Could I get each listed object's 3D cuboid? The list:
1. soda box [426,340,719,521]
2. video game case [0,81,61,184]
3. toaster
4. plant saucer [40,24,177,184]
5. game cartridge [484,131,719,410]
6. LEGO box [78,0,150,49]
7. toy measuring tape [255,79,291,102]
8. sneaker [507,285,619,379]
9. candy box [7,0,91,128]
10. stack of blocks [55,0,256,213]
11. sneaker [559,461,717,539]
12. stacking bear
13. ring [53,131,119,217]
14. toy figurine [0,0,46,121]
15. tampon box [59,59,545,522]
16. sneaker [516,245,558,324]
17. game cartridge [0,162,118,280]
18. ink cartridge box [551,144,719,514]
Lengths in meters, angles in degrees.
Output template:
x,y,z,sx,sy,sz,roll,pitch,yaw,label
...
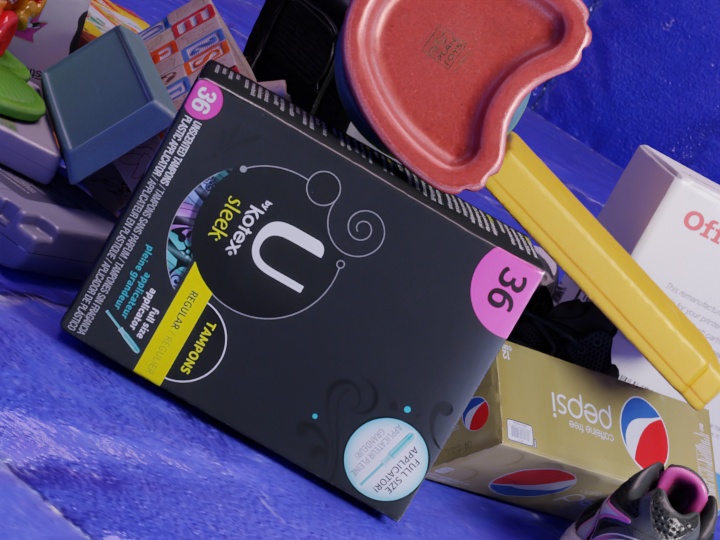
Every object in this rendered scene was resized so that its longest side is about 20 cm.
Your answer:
x,y,z,sx,sy,sz,roll,pitch,yaw,label
0.117,0.097,1.618,0.199,0.068,0.064,20,58,-44,soda box
-0.265,-0.122,1.615,0.199,0.022,0.182,27,9,-17,video game case
-0.013,-0.113,2.026,0.118,0.182,0.200,12,20,-33,toaster
-0.147,-0.099,1.627,0.019,0.070,0.200,58,0,-21,plant saucer
0.134,-0.002,1.624,0.176,0.032,0.200,47,8,-1,game cartridge
-0.185,-0.134,1.960,0.149,0.077,0.200,23,12,-39,LEGO box
-0.037,-0.009,1.567,0.073,0.073,0.201,37,-31,39,toy measuring tape
0.076,0.052,1.674,0.199,0.115,0.076,20,12,-39,sneaker
-0.226,-0.201,1.748,0.136,0.201,0.061,14,12,-15,candy box
-0.114,-0.086,1.662,0.059,0.115,0.200,59,2,-21,stack of blocks
0.158,0.142,1.518,0.080,0.087,0.200,31,7,-2,sneaker
0.041,-0.103,1.525,0.114,0.122,0.200,37,-5,2,stacking bear
-0.149,-0.039,1.752,0.200,0.019,0.200,28,10,-5,ring
-0.195,-0.201,1.618,0.150,0.185,0.200,31,8,5,toy figurine
-0.029,0.007,1.469,0.199,0.150,0.126,29,8,-4,tampon box
0.054,0.015,1.894,0.084,0.075,0.200,9,-3,-33,sneaker
-0.218,-0.055,1.579,0.200,0.042,0.133,34,6,24,game cartridge
0.196,0.044,1.800,0.146,0.201,0.084,27,10,-19,ink cartridge box
